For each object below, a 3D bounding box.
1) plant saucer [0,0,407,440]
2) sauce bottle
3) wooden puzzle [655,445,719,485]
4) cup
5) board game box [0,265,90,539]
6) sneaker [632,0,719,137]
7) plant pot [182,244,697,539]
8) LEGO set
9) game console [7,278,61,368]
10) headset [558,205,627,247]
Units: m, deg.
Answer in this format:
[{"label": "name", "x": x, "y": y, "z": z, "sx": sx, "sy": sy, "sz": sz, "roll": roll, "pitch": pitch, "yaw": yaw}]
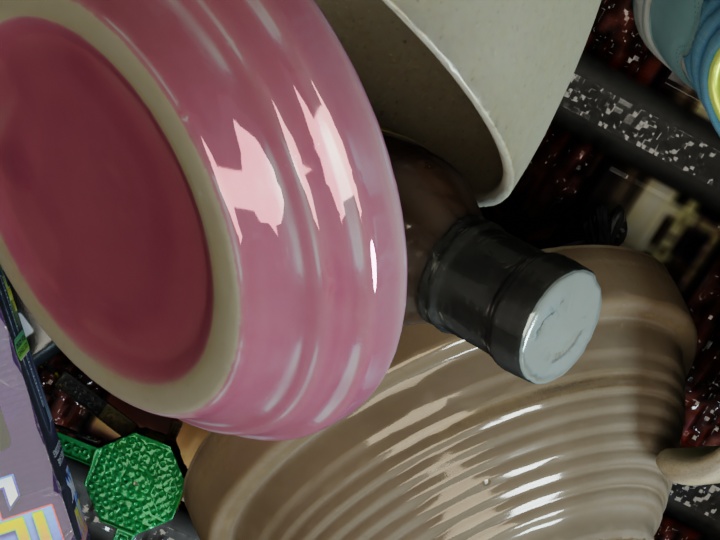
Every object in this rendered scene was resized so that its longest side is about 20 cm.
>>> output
[{"label": "plant saucer", "x": -0.069, "y": -0.031, "z": 0.834, "sx": 0.051, "sy": 0.200, "sz": 0.201, "roll": -29, "pitch": 119, "yaw": -33}, {"label": "sauce bottle", "x": -0.007, "y": -0.020, "z": 0.867, "sx": 0.065, "sy": 0.200, "sz": 0.065, "roll": -31, "pitch": 137, "yaw": -34}, {"label": "wooden puzzle", "x": 0.211, "y": 0.015, "z": 0.948, "sx": 0.200, "sy": 0.185, "sz": 0.037, "roll": -37, "pitch": 73, "yaw": 18}, {"label": "cup", "x": 0.013, "y": -0.139, "z": 0.869, "sx": 0.200, "sy": 0.200, "sz": 0.143, "roll": 43, "pitch": 78, "yaw": -18}, {"label": "board game box", "x": -0.213, "y": 0.051, "z": 0.906, "sx": 0.199, "sy": 0.057, "sz": 0.166, "roll": -17, "pitch": 98, "yaw": -3}, {"label": "sneaker", "x": 0.198, "y": -0.055, "z": 0.929, "sx": 0.199, "sy": 0.131, "sz": 0.080, "roll": 15, "pitch": 113, "yaw": -11}, {"label": "plant pot", "x": 0.043, "y": 0.084, "z": 0.949, "sx": 0.200, "sy": 0.093, "sz": 0.201, "roll": -21, "pitch": 156, "yaw": -10}, {"label": "LEGO set", "x": -0.161, "y": 0.097, "z": 1.016, "sx": 0.199, "sy": 0.116, "sz": 0.154, "roll": 13, "pitch": 90, "yaw": -1}, {"label": "game console", "x": -0.186, "y": -0.024, "z": 0.945, "sx": 0.200, "sy": 0.031, "sz": 0.177, "roll": -37, "pitch": 97, "yaw": 0}, {"label": "headset", "x": 0.000, "y": 0.000, "z": 0.993, "sx": 0.199, "sy": 0.094, "sz": 0.124, "roll": -1, "pitch": 119, "yaw": 15}]
